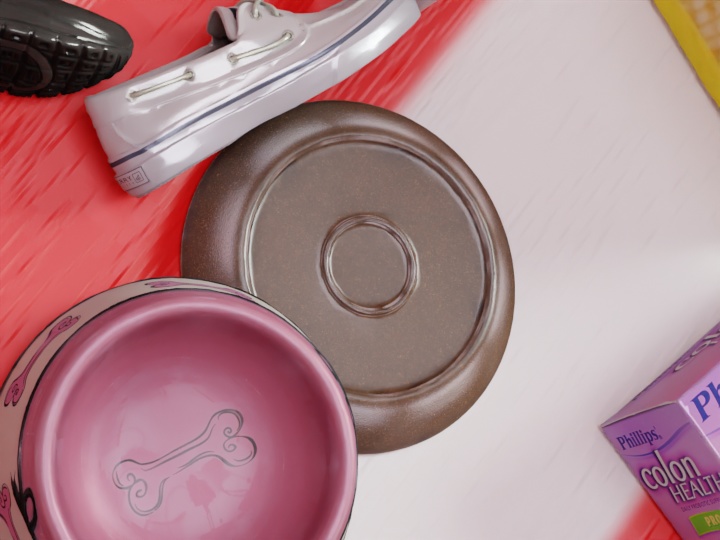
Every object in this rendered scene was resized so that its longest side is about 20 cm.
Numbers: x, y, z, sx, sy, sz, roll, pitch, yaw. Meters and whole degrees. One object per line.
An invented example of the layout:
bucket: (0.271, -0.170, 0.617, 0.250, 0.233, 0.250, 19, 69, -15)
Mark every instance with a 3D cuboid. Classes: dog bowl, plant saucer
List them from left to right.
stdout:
dog bowl: (-0.090, 0.099, 1.405, 0.199, 0.074, 0.201, 2, 83, -14)
plant saucer: (0.000, 0.000, 1.505, 0.200, 0.032, 0.201, 5, 77, -21)

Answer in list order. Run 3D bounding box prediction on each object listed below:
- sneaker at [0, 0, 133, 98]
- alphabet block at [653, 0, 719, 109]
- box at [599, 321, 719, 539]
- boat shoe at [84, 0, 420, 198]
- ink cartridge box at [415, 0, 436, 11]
sneaker: (-0.211, -0.153, 1.433, 0.199, 0.076, 0.091, 17, 64, -21)
alphabet block: (0.319, -0.167, 1.584, 0.200, 0.196, 0.196, -31, 89, -25)
box: (0.272, 0.109, 1.555, 0.176, 0.097, 0.200, -38, 93, -25)
boat shoe: (-0.057, -0.116, 1.481, 0.200, 0.074, 0.067, -34, 101, -24)
ink cartridge box: (0.008, -0.263, 1.538, 0.200, 0.084, 0.145, 41, 66, -8)
